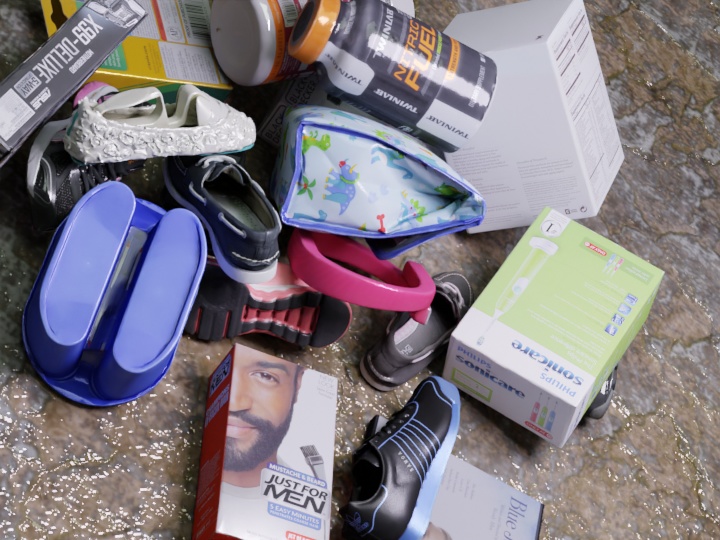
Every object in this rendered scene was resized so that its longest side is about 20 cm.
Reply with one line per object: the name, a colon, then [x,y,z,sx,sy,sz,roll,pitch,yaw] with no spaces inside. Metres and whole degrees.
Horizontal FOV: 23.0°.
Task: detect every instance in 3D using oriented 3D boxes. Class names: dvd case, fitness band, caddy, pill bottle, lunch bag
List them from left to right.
caddy: [-0.218,0.020,1.577,0.140,0.105,0.201,22,67,-8]
pill bottle: [-0.048,-0.258,1.835,0.199,0.110,0.110,-14,65,-35]
fitness band: [0.000,0.000,1.728,0.143,0.038,0.200,20,11,-12]
lunch bag: [0.016,-0.087,1.757,0.198,0.129,0.170,9,11,-10]
pill bottle: [0.028,-0.203,1.752,0.199,0.106,0.107,24,46,-19]
dvd case: [0.082,0.238,1.689,0.199,0.018,0.143,29,44,-13]

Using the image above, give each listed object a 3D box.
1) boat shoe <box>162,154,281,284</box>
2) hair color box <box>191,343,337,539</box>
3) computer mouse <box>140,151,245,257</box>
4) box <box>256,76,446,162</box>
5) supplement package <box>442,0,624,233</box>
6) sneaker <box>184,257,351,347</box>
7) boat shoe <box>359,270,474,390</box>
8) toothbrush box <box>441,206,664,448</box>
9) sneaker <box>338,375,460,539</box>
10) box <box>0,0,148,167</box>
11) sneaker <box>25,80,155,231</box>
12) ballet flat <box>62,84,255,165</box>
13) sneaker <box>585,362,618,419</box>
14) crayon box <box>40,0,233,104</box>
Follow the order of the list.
boat shoe: [-0.126,-0.072,1.653,0.075,0.061,0.200,-12,45,-31]
hair color box: [-0.084,0.176,1.588,0.110,0.064,0.201,20,47,-20]
computer mouse: [-0.186,-0.074,1.724,0.139,0.046,0.201,8,38,-6]
box: [-0.002,-0.141,1.897,0.199,0.060,0.117,34,43,-8]
supplement package: [0.176,-0.170,1.903,0.151,0.151,0.201,-55,132,-54]
sneaker: [-0.111,0.024,1.701,0.198,0.074,0.087,13,20,-18]
boat shoe: [0.071,0.052,1.798,0.067,0.057,0.200,44,44,2]
toothbrush box: [0.197,0.055,1.804,0.145,0.086,0.200,29,56,14]
sneaker: [0.036,0.167,1.649,0.078,0.070,0.201,34,45,-17]
box: [-0.295,-0.160,1.600,0.050,0.157,0.200,44,57,-9]
sneaker: [-0.247,-0.112,1.664,0.086,0.081,0.201,10,44,14]
ballet flat: [-0.178,-0.137,1.630,0.199,0.072,0.072,-10,63,-34]
sneaker: [0.222,0.073,1.892,0.079,0.076,0.201,4,49,-13]
crayon box: [-0.240,-0.231,1.806,0.199,0.052,0.127,4,55,-33]
